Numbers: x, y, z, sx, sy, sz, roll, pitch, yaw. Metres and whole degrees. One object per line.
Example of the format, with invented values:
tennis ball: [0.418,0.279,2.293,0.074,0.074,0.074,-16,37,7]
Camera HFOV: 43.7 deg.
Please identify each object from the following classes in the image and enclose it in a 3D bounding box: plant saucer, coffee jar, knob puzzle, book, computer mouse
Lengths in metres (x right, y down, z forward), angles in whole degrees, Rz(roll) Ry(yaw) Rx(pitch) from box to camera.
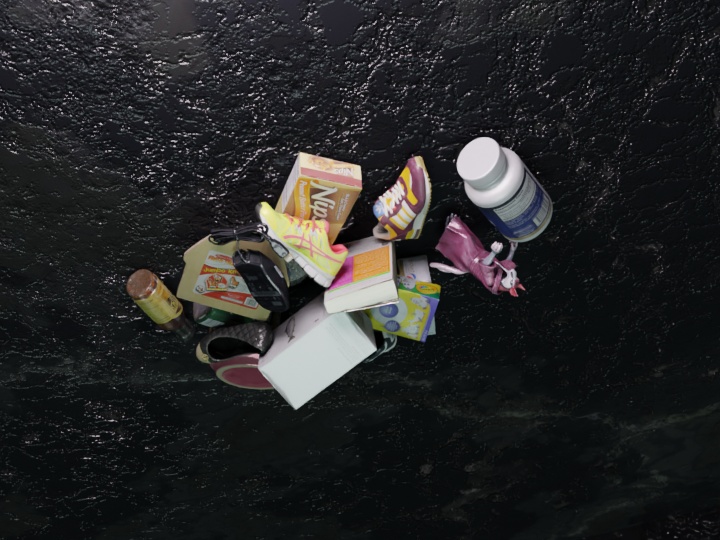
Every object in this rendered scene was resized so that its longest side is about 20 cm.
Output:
plant saucer: [-0.218,0.196,1.834,0.196,0.052,0.201,3,155,1]
coffee jar: [-0.230,0.080,1.777,0.198,0.106,0.085,25,142,-38]
knob puzzle: [-0.217,-0.008,1.592,0.214,0.031,0.223,-2,132,-2]
book: [0.000,0.000,1.642,0.131,0.201,0.049,-13,119,8]
computer mouse: [-0.155,-0.013,1.523,0.138,0.046,0.201,-7,131,37]

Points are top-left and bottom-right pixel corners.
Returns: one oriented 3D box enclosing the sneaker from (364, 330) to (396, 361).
sneaker: [-0.019,0.163,1.913,0.195,0.081,0.130,-12,170,4]

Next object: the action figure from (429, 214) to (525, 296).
action figure: [0.219,-0.009,1.664,0.133,0.200,0.150,11,120,-53]

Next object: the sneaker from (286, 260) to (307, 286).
sneaker: [-0.186,-0.023,1.660,0.195,0.088,0.076,4,129,-6]

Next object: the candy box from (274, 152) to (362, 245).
candy box: [-0.084,-0.111,1.589,0.113,0.056,0.201,9,140,-19]

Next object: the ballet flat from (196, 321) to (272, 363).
ballet flat: [-0.247,0.142,1.705,0.198,0.057,0.067,-20,121,36]

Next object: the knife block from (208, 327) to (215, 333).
knife block: [-0.235,0.146,1.900,0.172,0.065,0.201,2,142,-16]

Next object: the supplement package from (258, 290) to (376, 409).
supplement package: [-0.083,0.141,1.694,0.199,0.117,0.118,-37,111,10]

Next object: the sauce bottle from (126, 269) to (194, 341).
sauce bottle: [-0.388,0.074,1.774,0.065,0.067,0.201,-15,146,10]

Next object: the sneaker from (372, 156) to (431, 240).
sneaker: [0.069,-0.120,1.595,0.088,0.076,0.202,-7,143,-11]

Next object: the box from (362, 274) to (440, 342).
box: [0.048,0.060,1.747,0.196,0.049,0.119,15,128,1]

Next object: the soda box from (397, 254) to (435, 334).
soda box: [0.116,0.056,1.846,0.062,0.069,0.202,-8,144,1]

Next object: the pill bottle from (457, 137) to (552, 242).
pill bottle: [0.249,-0.143,1.568,0.110,0.113,0.200,-26,140,23]

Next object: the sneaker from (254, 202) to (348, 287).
sneaker: [-0.100,-0.063,1.556,0.090,0.078,0.199,-45,121,6]
